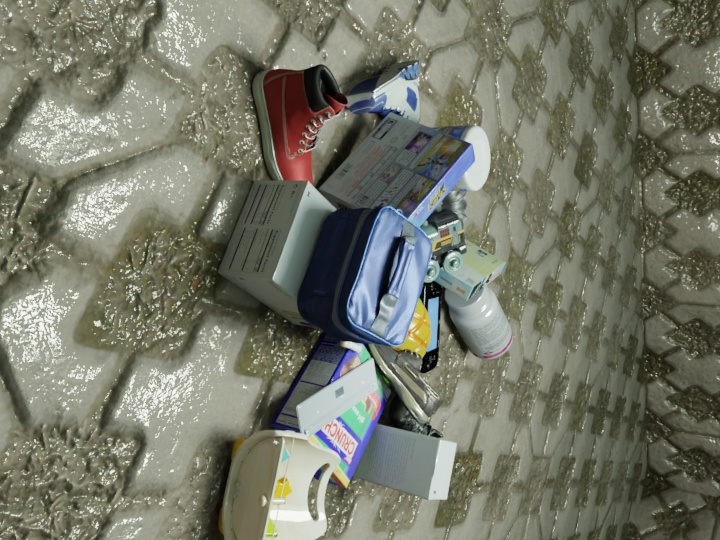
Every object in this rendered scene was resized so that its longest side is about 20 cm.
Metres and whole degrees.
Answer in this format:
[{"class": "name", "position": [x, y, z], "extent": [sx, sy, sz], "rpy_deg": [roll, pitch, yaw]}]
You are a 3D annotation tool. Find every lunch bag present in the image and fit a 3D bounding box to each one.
[{"class": "lunch bag", "position": [0.018, 0.003, 0.979], "extent": [0.135, 0.132, 0.202], "rpy_deg": [30, 71, -40]}]

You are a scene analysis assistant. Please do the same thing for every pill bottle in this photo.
[{"class": "pill bottle", "position": [0.269, 0.104, 1.578], "extent": [0.201, 0.112, 0.114], "rpy_deg": [55, 51, -42]}, {"class": "pill bottle", "position": [0.125, -0.203, 1.260], "extent": [0.113, 0.198, 0.115], "rpy_deg": [-11, 103, -55]}]

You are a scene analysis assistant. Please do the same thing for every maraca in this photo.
[{"class": "maraca", "position": [0.074, 0.142, 1.314], "extent": [0.136, 0.106, 0.202], "rpy_deg": [-6, 110, -45]}]

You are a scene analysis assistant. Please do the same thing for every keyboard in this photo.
[{"class": "keyboard", "position": [-0.034, 0.204, 1.122], "extent": [0.199, 0.011, 0.057], "rpy_deg": [-25, 105, -49]}]

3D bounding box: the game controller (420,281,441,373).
[{"class": "game controller", "position": [0.145, 0.113, 1.465], "extent": [0.104, 0.042, 0.203], "rpy_deg": [-4, 98, -55]}]

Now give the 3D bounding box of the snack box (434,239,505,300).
[{"class": "snack box", "position": [0.224, -0.007, 1.487], "extent": [0.199, 0.116, 0.037], "rpy_deg": [-27, 144, -55]}]

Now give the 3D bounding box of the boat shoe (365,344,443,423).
[{"class": "boat shoe", "position": [0.076, 0.175, 1.235], "extent": [0.073, 0.074, 0.201], "rpy_deg": [-35, 96, -7]}]

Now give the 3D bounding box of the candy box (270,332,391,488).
[{"class": "candy box", "position": [-0.043, 0.234, 1.180], "extent": [0.201, 0.076, 0.170], "rpy_deg": [-59, 136, -32]}]

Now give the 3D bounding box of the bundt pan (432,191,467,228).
[{"class": "bundt pan", "position": [0.159, -0.130, 1.428], "extent": [0.201, 0.075, 0.205], "rpy_deg": [-8, 99, -55]}]

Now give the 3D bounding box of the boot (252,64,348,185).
[{"class": "boot", "position": [-0.074, -0.199, 1.026], "extent": [0.072, 0.143, 0.202], "rpy_deg": [-41, 128, -46]}]

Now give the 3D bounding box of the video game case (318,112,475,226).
[{"class": "video game case", "position": [0.060, -0.158, 1.147], "extent": [0.200, 0.180, 0.046], "rpy_deg": [-49, 144, -17]}]

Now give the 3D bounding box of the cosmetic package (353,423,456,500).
[{"class": "cosmetic package", "position": [0.062, 0.333, 1.235], "extent": [0.071, 0.198, 0.103], "rpy_deg": [26, 74, -53]}]

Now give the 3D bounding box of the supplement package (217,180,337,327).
[{"class": "supplement package", "position": [-0.090, -0.018, 1.052], "extent": [0.200, 0.110, 0.157], "rpy_deg": [41, 61, -49]}]

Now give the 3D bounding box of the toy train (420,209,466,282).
[{"class": "toy train", "position": [0.113, -0.039, 1.319], "extent": [0.198, 0.085, 0.115], "rpy_deg": [-20, 117, -18]}]

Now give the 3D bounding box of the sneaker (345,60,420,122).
[{"class": "sneaker", "position": [0.062, -0.303, 1.262], "extent": [0.199, 0.080, 0.116], "rpy_deg": [-43, 125, -46]}]

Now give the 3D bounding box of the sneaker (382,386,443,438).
[{"class": "sneaker", "position": [0.104, 0.293, 1.327], "extent": [0.076, 0.114, 0.201], "rpy_deg": [-42, 143, -26]}]

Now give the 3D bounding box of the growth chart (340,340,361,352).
[{"class": "growth chart", "position": [0.014, 0.040, 1.126], "extent": [0.145, 0.018, 0.202], "rpy_deg": [63, 42, -72]}]

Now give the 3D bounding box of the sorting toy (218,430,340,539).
[{"class": "sorting toy", "position": [-0.106, 0.336, 1.043], "extent": [0.179, 0.106, 0.202], "rpy_deg": [17, 83, -42]}]
